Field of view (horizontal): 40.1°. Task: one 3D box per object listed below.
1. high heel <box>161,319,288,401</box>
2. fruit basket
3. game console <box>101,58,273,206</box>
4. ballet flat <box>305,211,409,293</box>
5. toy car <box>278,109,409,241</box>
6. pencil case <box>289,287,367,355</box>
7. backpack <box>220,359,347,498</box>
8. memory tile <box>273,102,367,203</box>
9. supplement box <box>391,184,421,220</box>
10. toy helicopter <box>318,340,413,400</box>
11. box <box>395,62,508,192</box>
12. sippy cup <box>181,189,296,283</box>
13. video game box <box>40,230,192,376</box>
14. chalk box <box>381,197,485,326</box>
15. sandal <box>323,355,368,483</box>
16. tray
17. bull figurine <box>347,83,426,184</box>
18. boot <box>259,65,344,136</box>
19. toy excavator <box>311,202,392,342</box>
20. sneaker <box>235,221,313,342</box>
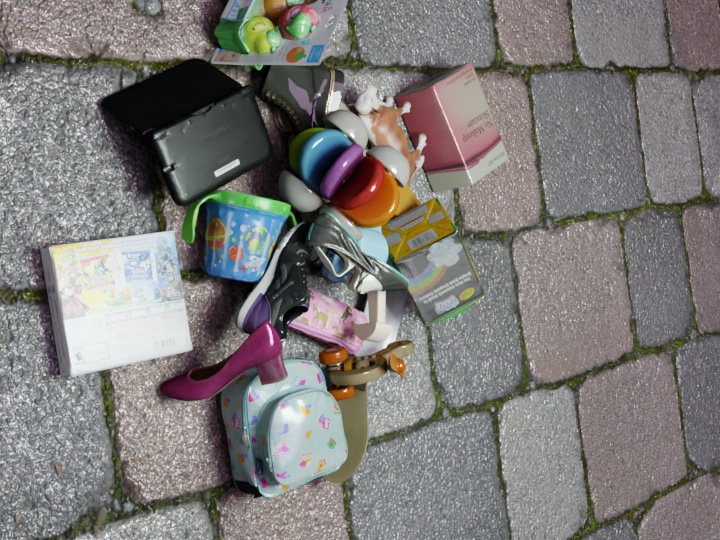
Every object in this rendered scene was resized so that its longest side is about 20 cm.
[{"bbox_3d":[-0.209,0.131,1.461,0.068,0.198,0.097,-89,165,-68],"label":"high heel"},{"bbox_3d":[-0.124,-0.396,1.551,0.094,0.199,0.186,54,48,-47],"label":"fruit basket"},{"bbox_3d":[-0.258,-0.214,1.499,0.200,0.116,0.177,-35,116,-36],"label":"game console"},{"bbox_3d":[-0.011,-0.010,1.536,0.200,0.068,0.069,39,77,-25],"label":"ballet flat"},{"bbox_3d":[-0.023,-0.146,1.542,0.200,0.150,0.175,39,88,-6],"label":"toy car"},{"bbox_3d":[-0.077,0.077,1.633,0.199,0.082,0.087,23,75,-37],"label":"pencil case"},{"bbox_3d":[-0.121,0.237,1.541,0.175,0.153,0.202,-14,87,-35],"label":"backpack"},{"bbox_3d":[-0.059,-0.224,1.719,0.153,0.017,0.201,-43,113,-34],"label":"memory tile"},{"bbox_3d":[0.069,-0.104,1.773,0.200,0.068,0.067,53,57,-28],"label":"supplement box"},{"bbox_3d":[0.033,0.147,1.615,0.199,0.131,0.080,-22,102,-53],"label":"toy helicopter"},{"bbox_3d":[0.173,-0.268,1.858,0.128,0.109,0.201,-36,109,-37],"label":"box"},{"bbox_3d":[-0.184,-0.050,1.531,0.176,0.140,0.132,10,90,-5],"label":"sippy cup"},{"bbox_3d":[-0.350,0.044,1.428,0.199,0.047,0.184,-10,94,-41],"label":"video game box"},{"bbox_3d":[0.130,0.001,1.723,0.124,0.124,0.201,-26,126,1],"label":"chalk box"},{"bbox_3d":[-0.019,0.256,1.675,0.070,0.077,0.214,71,25,-73],"label":"sandal"},{"bbox_3d":[0.035,0.072,1.758,0.107,0.022,0.202,36,63,-48],"label":"tray"},{"bbox_3d":[0.052,-0.250,1.780,0.121,0.065,0.201,-42,119,-41],"label":"bull figurine"},{"bbox_3d":[-0.115,-0.250,1.631,0.137,0.077,0.202,13,81,-23],"label":"boot"},{"bbox_3d":[0.000,0.000,1.636,0.099,0.200,0.196,15,98,-38],"label":"toy excavator"},{"bbox_3d":[-0.102,0.024,1.514,0.201,0.087,0.076,-61,157,-14],"label":"sneaker"}]
